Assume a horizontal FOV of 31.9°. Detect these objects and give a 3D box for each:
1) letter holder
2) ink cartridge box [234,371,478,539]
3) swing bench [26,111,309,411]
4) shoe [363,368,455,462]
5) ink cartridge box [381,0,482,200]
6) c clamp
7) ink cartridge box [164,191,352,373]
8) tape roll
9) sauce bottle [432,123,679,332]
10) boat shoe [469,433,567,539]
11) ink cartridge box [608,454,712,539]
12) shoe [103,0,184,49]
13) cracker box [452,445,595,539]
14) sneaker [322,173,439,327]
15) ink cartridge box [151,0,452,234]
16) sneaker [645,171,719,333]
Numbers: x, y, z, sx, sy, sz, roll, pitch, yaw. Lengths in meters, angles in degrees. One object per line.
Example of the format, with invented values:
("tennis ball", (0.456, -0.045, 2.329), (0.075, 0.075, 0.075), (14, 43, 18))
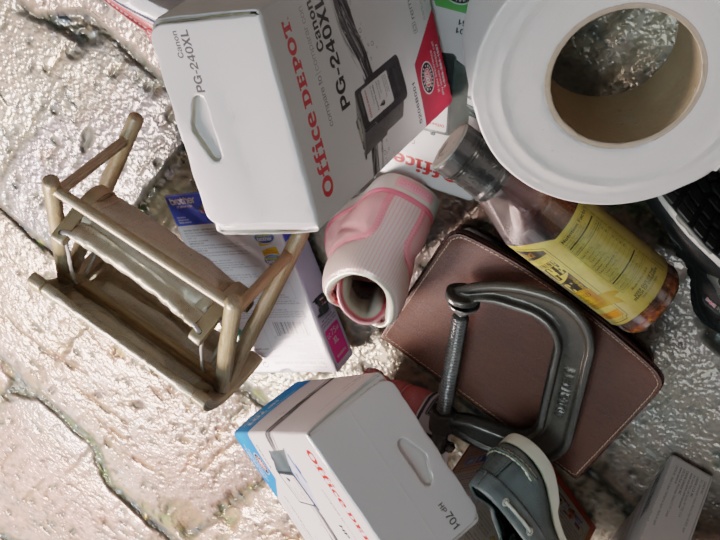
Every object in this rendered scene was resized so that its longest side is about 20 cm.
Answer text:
("letter holder", (0.144, 0.043, 1.018), (0.200, 0.101, 0.142), (36, 130, 5))
("ink cartridge box", (-0.010, 0.169, 1.053), (0.147, 0.086, 0.200), (57, 159, -6))
("swing bench", (-0.178, 0.008, 1.115), (0.199, 0.130, 0.200), (33, 135, 9))
("shoe", (0.029, 0.184, 1.198), (0.091, 0.071, 0.200), (24, 129, 22))
("ink cartridge box", (0.046, -0.169, 0.937), (0.146, 0.083, 0.200), (19, 130, 19))
("c clamp", (0.093, 0.082, 0.987), (0.171, 0.027, 0.200), (24, 129, 14))
("ink cartridge box", (-0.094, 0.005, 1.173), (0.119, 0.042, 0.200), (-4, 121, 35))
("tape roll", (0.170, -0.143, 0.835), (0.202, 0.071, 0.203), (-1, 127, -2))
("sauce bottle", (0.141, -0.032, 0.917), (0.200, 0.066, 0.066), (36, 133, -12))
("boat shoe", (0.130, 0.224, 1.014), (0.073, 0.062, 0.200), (21, 137, 45))
("ink cartridge box", (0.219, 0.278, 1.067), (0.045, 0.200, 0.176), (30, 132, 9))
("shoe", (-0.149, -0.185, 1.051), (0.200, 0.071, 0.091), (29, 126, 5))
("cracker box", (0.118, 0.246, 1.104), (0.058, 0.200, 0.134), (-23, 107, 42))
("sneaker", (0.000, 0.000, 1.025), (0.075, 0.105, 0.200), (25, 161, -6))
("ink cartridge box", (-0.029, -0.131, 0.817), (0.083, 0.200, 0.145), (2, 121, 31))
("sneaker", (0.266, 0.003, 0.936), (0.200, 0.076, 0.088), (44, 138, -3))
